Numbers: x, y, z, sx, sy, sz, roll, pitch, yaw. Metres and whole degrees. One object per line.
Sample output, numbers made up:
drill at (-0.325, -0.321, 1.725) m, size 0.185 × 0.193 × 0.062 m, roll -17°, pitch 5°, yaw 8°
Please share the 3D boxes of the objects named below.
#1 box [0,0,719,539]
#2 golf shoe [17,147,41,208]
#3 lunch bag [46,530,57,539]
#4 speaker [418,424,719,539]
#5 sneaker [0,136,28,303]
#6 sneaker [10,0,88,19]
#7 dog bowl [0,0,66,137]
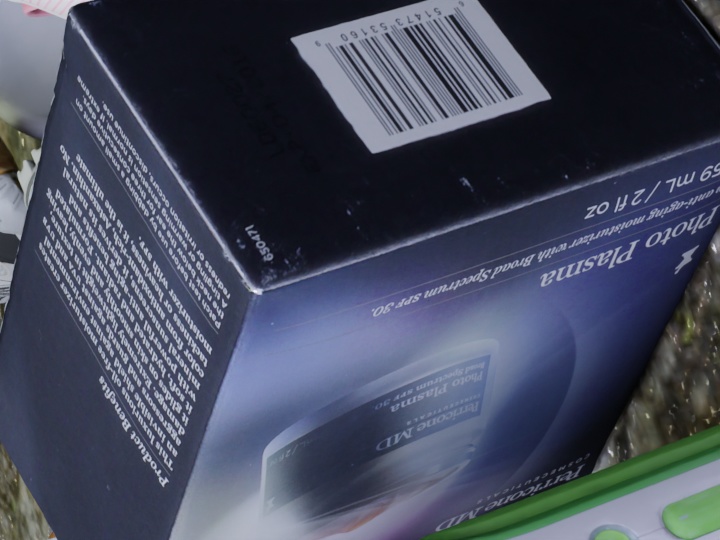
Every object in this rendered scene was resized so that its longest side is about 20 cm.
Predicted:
box at (0.000, 0.000, 0.897) m, size 0.124 × 0.199 × 0.199 m, roll 56°, pitch 147°, yaw 26°
golf shoe at (-0.036, -0.052, 1.008) m, size 0.200 × 0.078 × 0.098 m, roll -46°, pitch 60°, yaw 30°
lunch bag at (-0.041, 0.162, 0.961) m, size 0.076 × 0.160 × 0.200 m, roll -47°, pitch 61°, yaw 21°
speaker at (0.081, 0.098, 0.809) m, size 0.088 × 0.199 × 0.089 m, roll 34°, pitch 133°, yaw 47°
sneaker at (-0.172, -0.007, 1.132) m, size 0.076 × 0.087 × 0.200 m, roll 60°, pitch 168°, yaw 5°
sneaker at (-0.119, -0.153, 0.963) m, size 0.200 × 0.075 × 0.105 m, roll 38°, pitch 108°, yaw 13°
dog bowl at (-0.114, -0.159, 1.107) m, size 0.200 × 0.078 × 0.201 m, roll 34°, pitch 132°, yaw 47°
